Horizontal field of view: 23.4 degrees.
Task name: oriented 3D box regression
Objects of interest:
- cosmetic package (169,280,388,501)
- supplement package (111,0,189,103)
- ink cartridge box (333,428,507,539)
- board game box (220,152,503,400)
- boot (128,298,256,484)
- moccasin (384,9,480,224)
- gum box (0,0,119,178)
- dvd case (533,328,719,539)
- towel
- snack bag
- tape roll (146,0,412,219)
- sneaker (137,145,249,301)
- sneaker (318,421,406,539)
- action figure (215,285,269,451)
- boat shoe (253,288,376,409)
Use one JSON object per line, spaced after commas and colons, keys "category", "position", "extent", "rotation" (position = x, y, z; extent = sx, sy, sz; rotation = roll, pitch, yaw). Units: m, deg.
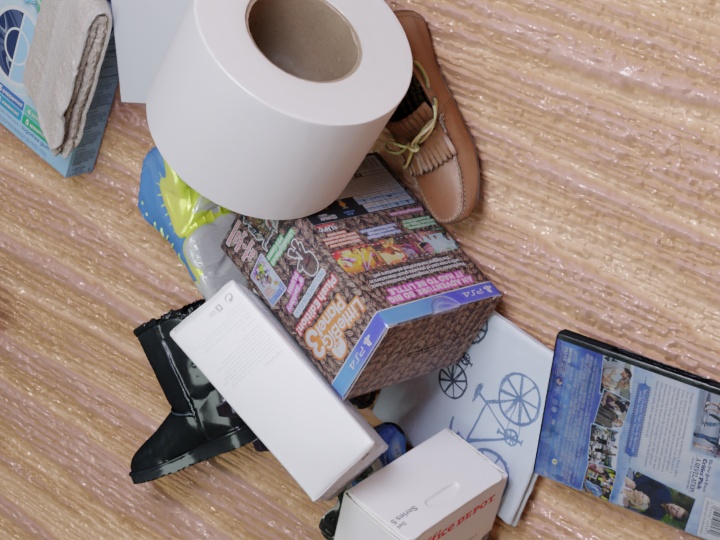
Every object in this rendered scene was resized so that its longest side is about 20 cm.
{"category": "cosmetic package", "position": [-0.070, 0.111, 1.575], "extent": [0.081, 0.113, 0.200], "rotation": [-41, 78, 1]}
{"category": "supplement package", "position": [-0.153, -0.267, 1.692], "extent": [0.155, 0.111, 0.201], "rotation": [7, 107, 38]}
{"category": "ink cartridge box", "position": [0.046, 0.268, 1.643], "extent": [0.084, 0.145, 0.201], "rotation": [37, 135, 28]}
{"category": "board game box", "position": [0.000, 0.000, 1.596], "extent": [0.200, 0.159, 0.097], "rotation": [50, 129, 24]}
{"category": "boot", "position": [-0.200, 0.131, 1.879], "extent": [0.198, 0.073, 0.163], "rotation": [-25, 89, 34]}
{"category": "moccasin", "position": [0.053, -0.138, 1.580], "extent": [0.073, 0.078, 0.202], "rotation": [-12, 96, 40]}
{"category": "gum box", "position": [-0.339, -0.232, 1.902], "extent": [0.170, 0.044, 0.201], "rotation": [39, 124, 25]}
{"category": "dvd case", "position": [0.252, 0.147, 1.525], "extent": [0.199, 0.018, 0.143], "rotation": [19, 114, 28]}
{"category": "towel", "position": [-0.304, -0.226, 1.781], "extent": [0.133, 0.034, 0.200], "rotation": [62, 142, 37]}
{"category": "snack bag", "position": [0.104, 0.117, 1.654], "extent": [0.200, 0.021, 0.189], "rotation": [35, 123, 30]}
{"category": "tape roll", "position": [-0.072, -0.164, 1.516], "extent": [0.203, 0.202, 0.139], "rotation": [51, 139, 16]}
{"category": "sneaker", "position": [-0.176, -0.050, 1.813], "extent": [0.105, 0.075, 0.201], "rotation": [-20, 81, 53]}
{"category": "sneaker", "position": [0.016, 0.223, 1.724], "extent": [0.078, 0.089, 0.200], "rotation": [33, 143, 16]}
{"category": "action figure", "position": [-0.103, 0.096, 1.736], "extent": [0.069, 0.200, 0.130], "rotation": [-23, 117, 7]}
{"category": "boat shoe", "position": [-0.043, 0.060, 1.690], "extent": [0.060, 0.074, 0.201], "rotation": [6, 132, 37]}
